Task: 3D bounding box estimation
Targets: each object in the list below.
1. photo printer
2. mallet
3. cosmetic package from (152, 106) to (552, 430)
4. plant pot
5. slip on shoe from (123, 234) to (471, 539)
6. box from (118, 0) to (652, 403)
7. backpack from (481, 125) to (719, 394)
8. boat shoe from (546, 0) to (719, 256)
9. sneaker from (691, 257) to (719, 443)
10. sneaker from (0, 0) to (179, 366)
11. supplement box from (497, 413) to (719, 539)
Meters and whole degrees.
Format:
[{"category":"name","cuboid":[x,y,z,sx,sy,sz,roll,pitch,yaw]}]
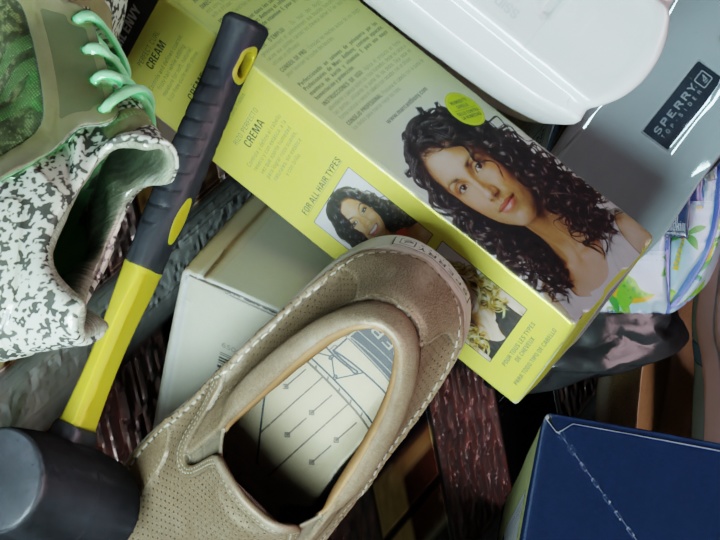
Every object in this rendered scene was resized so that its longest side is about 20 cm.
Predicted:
[{"category":"photo printer","cuboid":[0.027,-0.123,1.076,0.069,0.166,0.200,-52,-175,1]},{"category":"mallet","cuboid":[-0.083,0.004,1.005,0.066,0.041,0.200,11,100,-57]},{"category":"cosmetic package","cuboid":[0.000,0.000,1.141,0.200,0.073,0.104,-51,160,-50]},{"category":"plant pot","cuboid":[0.148,0.047,1.466,0.200,0.027,0.200,7,90,-74]},{"category":"slip on shoe","cuboid":[-0.035,0.073,1.022,0.076,0.200,0.061,41,24,-5]},{"category":"box","cuboid":[0.005,-0.044,1.062,0.075,0.200,0.050,-45,171,-50]},{"category":"backpack","cuboid":[0.104,-0.057,1.300,0.163,0.154,0.200,-5,81,-87]},{"category":"boat shoe","cuboid":[0.137,-0.090,1.135,0.071,0.200,0.091,40,16,-9]},{"category":"sneaker","cuboid":[0.237,0.037,1.485,0.080,0.130,0.200,-59,152,-50]},{"category":"sneaker","cuboid":[-0.093,-0.046,0.978,0.077,0.089,0.200,52,45,-53]},{"category":"supplement box","cuboid":[0.118,0.188,1.265,0.200,0.134,0.200,98,3,-75]}]
